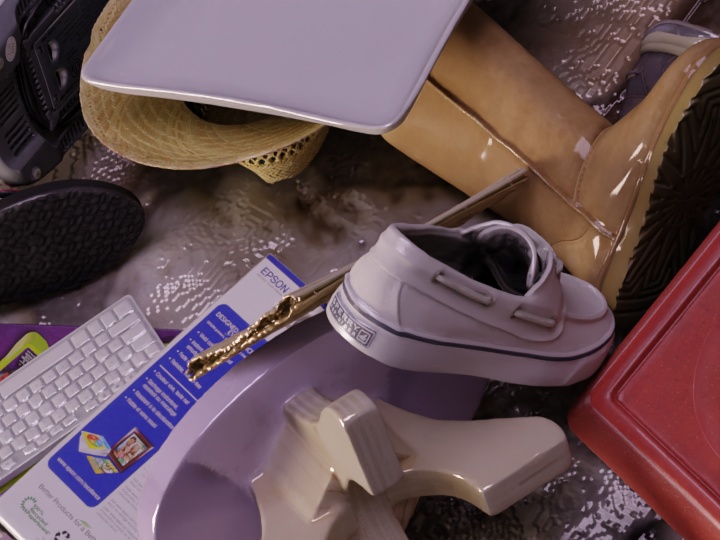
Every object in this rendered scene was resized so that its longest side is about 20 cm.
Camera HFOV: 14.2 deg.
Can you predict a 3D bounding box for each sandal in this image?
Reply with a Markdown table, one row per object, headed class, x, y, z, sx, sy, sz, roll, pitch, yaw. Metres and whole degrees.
| class | x | y | z | sx | sy | sz | roll | pitch | yaw |
| --- | --- | --- | --- | --- | --- | --- | --- | --- | --- |
| sandal | -0.216 | -0.010 | 1.600 | 0.199 | 0.075 | 0.045 | -22 | 45 | 8 |

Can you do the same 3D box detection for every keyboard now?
| class | x | y | z | sx | sy | sz | roll | pitch | yaw |
| --- | --- | --- | --- | --- | --- | --- | --- | --- | --- |
| keyboard | -0.193 | 0.087 | 1.536 | 0.200 | 0.011 | 0.056 | -35 | 56 | -3 |

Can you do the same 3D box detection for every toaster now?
| class | x | y | z | sx | sy | sz | roll | pitch | yaw |
| --- | --- | --- | --- | --- | --- | --- | --- | --- | --- |
| toaster | -0.204 | -0.143 | 1.641 | 0.129 | 0.114 | 0.200 | 14 | 49 | 28 |

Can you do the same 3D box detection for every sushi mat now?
| class | x | y | z | sx | sy | sz | roll | pitch | yaw |
| --- | --- | --- | --- | --- | --- | --- | --- | --- | --- |
| sushi mat | 0.000 | 0.000 | 1.445 | 0.096 | 0.200 | 0.012 | -32 | 88 | 43 |

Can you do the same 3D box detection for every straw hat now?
| class | x | y | z | sx | sy | sz | roll | pitch | yaw |
| --- | --- | --- | --- | --- | --- | --- | --- | --- | --- |
| straw hat | -0.054 | -0.100 | 1.589 | 0.200 | 0.085 | 0.202 | -11 | 45 | 11 |

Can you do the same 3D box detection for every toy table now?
| class | x | y | z | sx | sy | sz | roll | pitch | yaw |
| --- | --- | --- | --- | --- | --- | --- | --- | --- | --- |
| toy table | 0.001 | 0.104 | 1.401 | 0.200 | 0.184 | 0.117 | -41 | 41 | -6 |

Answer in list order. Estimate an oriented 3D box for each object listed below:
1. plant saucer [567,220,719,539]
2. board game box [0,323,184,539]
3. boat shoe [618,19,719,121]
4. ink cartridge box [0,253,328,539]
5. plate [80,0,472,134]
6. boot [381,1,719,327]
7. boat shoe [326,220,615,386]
| class | x | y | z | sx | sy | sz | roll | pitch | yaw |
| --- | --- | --- | --- | --- | --- | --- | --- | --- | --- |
| plant saucer | 0.214 | 0.053 | 1.395 | 0.200 | 0.037 | 0.200 | -52 | 56 | 9 |
| board game box | -0.160 | 0.087 | 1.545 | 0.199 | 0.032 | 0.121 | 2 | 58 | 20 |
| boat shoe | 0.220 | -0.063 | 1.490 | 0.199 | 0.074 | 0.074 | 25 | 83 | 35 |
| ink cartridge box | -0.086 | 0.089 | 1.481 | 0.200 | 0.037 | 0.095 | -44 | 61 | -10 |
| plate | -0.020 | -0.148 | 1.536 | 0.199 | 0.032 | 0.200 | 10 | 53 | 31 |
| boot | 0.101 | -0.090 | 1.498 | 0.200 | 0.066 | 0.176 | 43 | 121 | 33 |
| boat shoe | 0.066 | 0.008 | 1.392 | 0.072 | 0.199 | 0.066 | 48 | 116 | 36 |
